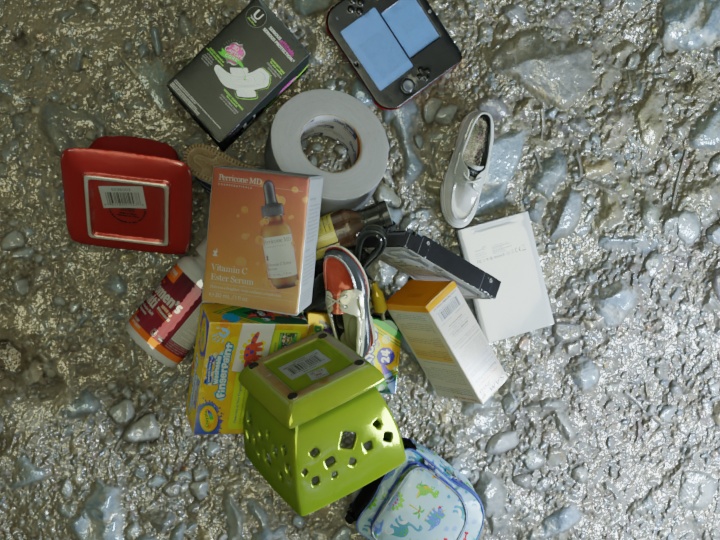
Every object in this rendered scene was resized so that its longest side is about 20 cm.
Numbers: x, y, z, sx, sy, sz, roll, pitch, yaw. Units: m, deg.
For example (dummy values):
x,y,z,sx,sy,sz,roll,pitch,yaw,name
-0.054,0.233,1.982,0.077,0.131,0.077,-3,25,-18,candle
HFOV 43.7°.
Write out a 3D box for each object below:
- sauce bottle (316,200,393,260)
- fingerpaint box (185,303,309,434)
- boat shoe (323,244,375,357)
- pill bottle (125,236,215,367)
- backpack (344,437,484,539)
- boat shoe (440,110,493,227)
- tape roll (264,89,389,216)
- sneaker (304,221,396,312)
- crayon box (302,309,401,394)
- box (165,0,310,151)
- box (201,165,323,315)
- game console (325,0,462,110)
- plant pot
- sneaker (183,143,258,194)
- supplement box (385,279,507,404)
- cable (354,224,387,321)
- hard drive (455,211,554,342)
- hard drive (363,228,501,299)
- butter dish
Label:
x,y,z,sx,sy,sz,roll,pitch,yaw,name
-0.045,-0.058,1.427,0.197,0.065,0.066,-19,95,2,sauce bottle
-0.185,0.159,1.448,0.164,0.073,0.203,2,113,-23,fingerpaint box
-0.024,0.057,1.419,0.070,0.063,0.203,5,123,30,boat shoe
-0.279,0.049,1.460,0.109,0.110,0.201,40,88,-7,pill bottle
0.106,0.409,1.509,0.199,0.147,0.184,33,91,-10,backpack
0.188,-0.173,1.528,0.071,0.069,0.203,18,90,-8,boat shoe
-0.055,-0.191,1.460,0.197,0.066,0.204,5,67,-13,tape roll
-0.022,-0.011,1.514,0.198,0.060,0.106,-23,123,-26,sneaker
-0.032,0.136,1.525,0.196,0.052,0.128,5,92,-7,crayon box
-0.192,-0.310,1.434,0.200,0.149,0.124,-44,95,-3,box
-0.145,-0.049,1.346,0.149,0.106,0.204,6,98,7,box
0.054,-0.393,1.521,0.176,0.031,0.201,-36,97,-4,game console
-0.068,0.216,1.369,0.198,0.198,0.184,-23,120,-25,plant pot
-0.191,-0.133,1.456,0.198,0.109,0.071,32,84,2,sneaker
0.142,0.116,1.484,0.073,0.125,0.202,-40,111,-25,supplement box
0.000,0.000,1.441,0.096,0.051,0.202,14,128,13,cable
0.253,0.012,1.567,0.130,0.025,0.203,-15,94,-6,hard drive
0.114,-0.008,1.462,0.198,0.139,0.038,30,76,-28,hard drive
-0.361,-0.142,1.432,0.196,0.149,0.201,6,136,-7,butter dish
